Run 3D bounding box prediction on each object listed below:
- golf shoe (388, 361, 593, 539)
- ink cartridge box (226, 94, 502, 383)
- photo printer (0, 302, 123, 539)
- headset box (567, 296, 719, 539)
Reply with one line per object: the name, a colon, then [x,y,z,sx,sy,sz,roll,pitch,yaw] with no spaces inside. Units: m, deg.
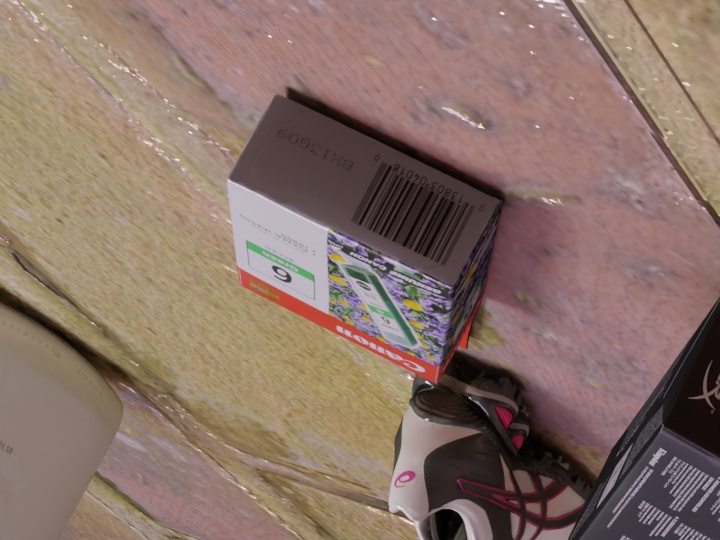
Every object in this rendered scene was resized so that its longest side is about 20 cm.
golf shoe: [0.067,0.124,1.212,0.077,0.088,0.200,13,158,35]
ink cartridge box: [0.000,0.000,1.029,0.109,0.050,0.200,26,161,8]
photo printer: [-0.262,0.124,1.516,0.166,0.200,0.069,36,160,-22]
headset box: [0.191,0.113,0.860,0.200,0.075,0.149,29,148,4]
